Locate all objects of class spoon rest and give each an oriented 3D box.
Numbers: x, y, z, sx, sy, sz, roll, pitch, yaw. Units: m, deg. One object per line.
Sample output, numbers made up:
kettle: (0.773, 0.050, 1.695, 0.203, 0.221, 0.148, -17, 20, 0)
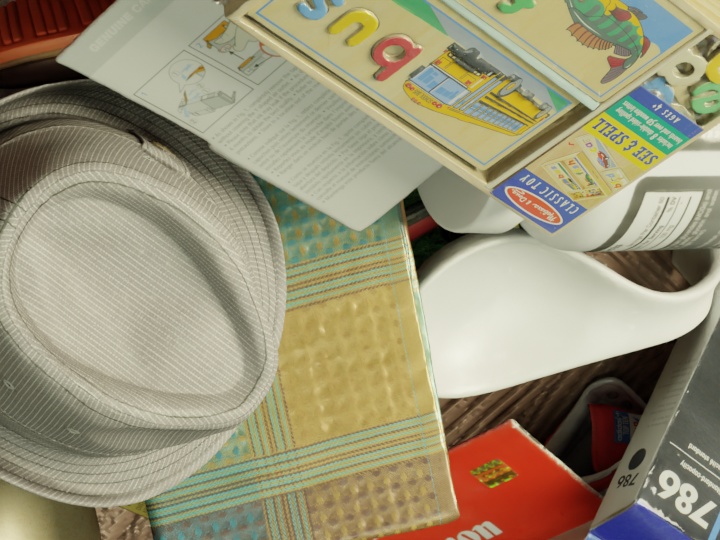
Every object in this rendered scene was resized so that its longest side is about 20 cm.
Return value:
spoon rest: (0.101, 0.013, 1.314, 0.199, 0.061, 0.100, -13, 134, -31)

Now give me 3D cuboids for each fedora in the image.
fedora: (-0.100, 0.014, 1.138, 0.200, 0.090, 0.177, 45, 76, -25)

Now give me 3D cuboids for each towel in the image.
towel: (-0.041, 0.031, 1.236, 0.146, 0.022, 0.201, -12, 91, -8)

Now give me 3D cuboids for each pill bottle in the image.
pill bottle: (0.132, -0.067, 1.255, 0.199, 0.116, 0.116, -1, 124, -25)

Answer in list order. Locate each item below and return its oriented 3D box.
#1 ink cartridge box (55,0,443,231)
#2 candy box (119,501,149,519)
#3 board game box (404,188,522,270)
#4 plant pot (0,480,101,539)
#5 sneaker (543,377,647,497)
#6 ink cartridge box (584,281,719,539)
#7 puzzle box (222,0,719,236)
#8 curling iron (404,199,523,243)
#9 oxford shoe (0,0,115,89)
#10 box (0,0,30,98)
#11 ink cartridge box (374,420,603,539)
ink cartridge box: (0.000, -0.116, 1.116, 0.173, 0.044, 0.200, 29, 129, -31)
candy box: (-0.151, 0.041, 1.283, 0.199, 0.117, 0.057, 25, 115, -15)
board game box: (0.001, -0.043, 1.325, 0.199, 0.023, 0.105, -9, 121, -4)
plant pot: (-0.206, 0.127, 1.310, 0.200, 0.200, 0.135, 17, 102, -20)
sneaker: (0.188, 0.097, 1.421, 0.199, 0.071, 0.113, -23, 127, 8)
ink cartridge box: (0.187, 0.095, 1.356, 0.099, 0.039, 0.201, 35, 67, -18)
puzzle box: (0.059, -0.097, 1.092, 0.200, 0.026, 0.133, 31, 129, -34)
curling iron: (0.000, 0.000, 1.287, 0.199, 0.026, 0.050, -25, 130, -19)
oxford shoe: (-0.077, -0.096, 1.196, 0.199, 0.071, 0.073, -9, 120, -5)
box: (-0.092, -0.079, 1.257, 0.200, 0.036, 0.145, 31, 106, -21)
ink cartridge box: (0.063, 0.173, 1.416, 0.200, 0.044, 0.173, -29, 127, 35)
